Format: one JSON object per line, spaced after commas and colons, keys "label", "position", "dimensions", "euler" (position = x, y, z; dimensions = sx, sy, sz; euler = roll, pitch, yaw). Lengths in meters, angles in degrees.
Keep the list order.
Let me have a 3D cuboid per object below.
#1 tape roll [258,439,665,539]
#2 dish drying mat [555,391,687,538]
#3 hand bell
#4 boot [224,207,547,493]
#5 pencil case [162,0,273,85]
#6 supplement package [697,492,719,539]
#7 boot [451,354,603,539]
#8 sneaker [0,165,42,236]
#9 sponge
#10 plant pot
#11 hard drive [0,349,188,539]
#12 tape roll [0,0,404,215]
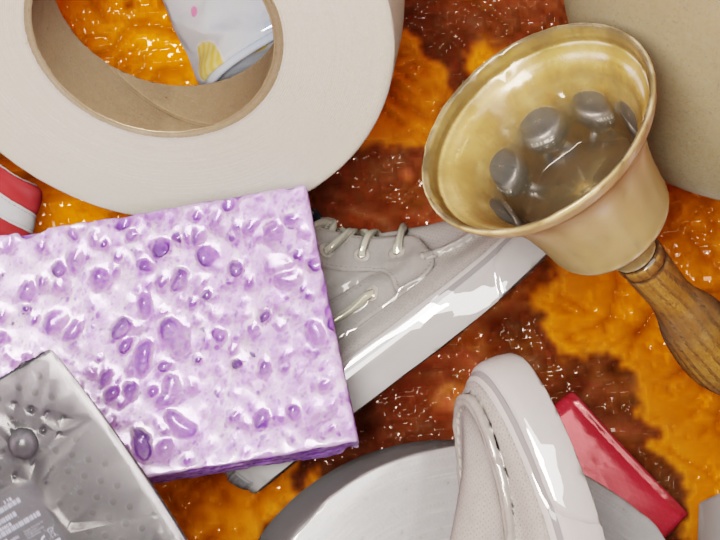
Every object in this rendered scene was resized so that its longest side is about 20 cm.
{"label": "tape roll", "position": [0.042, 0.171, 1.060], "dimensions": [0.200, 0.066, 0.201], "euler": [0, 88, -11]}
{"label": "dish drying mat", "position": [0.046, 0.147, 1.107], "dimensions": [0.200, 0.018, 0.077], "euler": [-43, 88, -10]}
{"label": "hand bell", "position": [0.119, -0.001, 1.070], "dimensions": [0.104, 0.200, 0.104], "euler": [-21, 45, 23]}
{"label": "boot", "position": [0.000, 0.000, 1.102], "dimensions": [0.200, 0.074, 0.096], "euler": [-38, 87, -10]}
{"label": "pencil case", "position": [-0.074, -0.176, 1.126], "dimensions": [0.091, 0.083, 0.200], "euler": [-31, 82, 8]}
{"label": "supplement package", "position": [0.202, 0.163, 1.019], "dimensions": [0.111, 0.200, 0.156], "euler": [5, 80, -2]}
{"label": "boot", "position": [0.044, 0.139, 0.982], "dimensions": [0.095, 0.074, 0.200], "euler": [-14, 93, -15]}
{"label": "sneaker", "position": [-0.235, -0.029, 1.096], "dimensions": [0.200, 0.071, 0.113], "euler": [18, 83, -7]}
{"label": "sponge", "position": [-0.108, 0.035, 1.050], "dimensions": [0.200, 0.030, 0.112], "euler": [-9, 79, -4]}
{"label": "plant pot", "position": [0.170, -0.106, 1.088], "dimensions": [0.200, 0.200, 0.135], "euler": [12, 114, -1]}
{"label": "hard drive", "position": [-0.117, 0.144, 0.994], "dimensions": [0.135, 0.042, 0.200], "euler": [-31, 90, 7]}
{"label": "tape roll", "position": [-0.081, -0.108, 1.048], "dimensions": [0.203, 0.203, 0.037], "euler": [14, 41, 0]}
